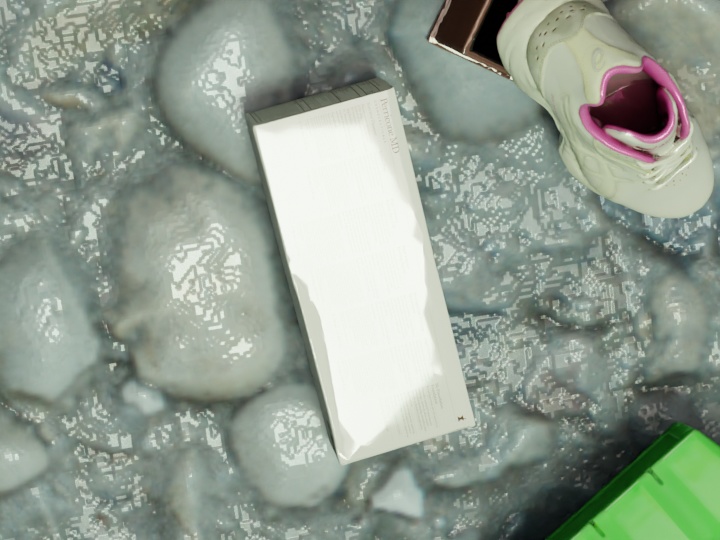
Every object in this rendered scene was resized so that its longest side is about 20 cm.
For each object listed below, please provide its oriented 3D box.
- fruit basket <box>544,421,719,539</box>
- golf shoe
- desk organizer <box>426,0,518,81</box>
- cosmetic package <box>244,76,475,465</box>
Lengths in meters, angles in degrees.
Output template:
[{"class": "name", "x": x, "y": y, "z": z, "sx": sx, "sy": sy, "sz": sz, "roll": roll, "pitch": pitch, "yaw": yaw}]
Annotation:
[{"class": "fruit basket", "x": 0.195, "y": 0.214, "z": 1.299, "sx": 0.215, "sy": 0.156, "sz": 0.216, "roll": 0, "pitch": 89, "yaw": 2}, {"class": "golf shoe", "x": 0.148, "y": -0.075, "z": 1.219, "sx": 0.075, "sy": 0.092, "sz": 0.200, "roll": -46, "pitch": 136, "yaw": 3}, {"class": "desk organizer", "x": 0.116, "y": -0.198, "z": 1.222, "sx": 0.072, "sy": 0.077, "sz": 0.200, "roll": 23, "pitch": 97, "yaw": -14}, {"class": "cosmetic package", "x": 0.000, "y": 0.000, "z": 1.258, "sx": 0.082, "sy": 0.051, "sz": 0.201, "roll": -15, "pitch": 104, "yaw": -5}]
